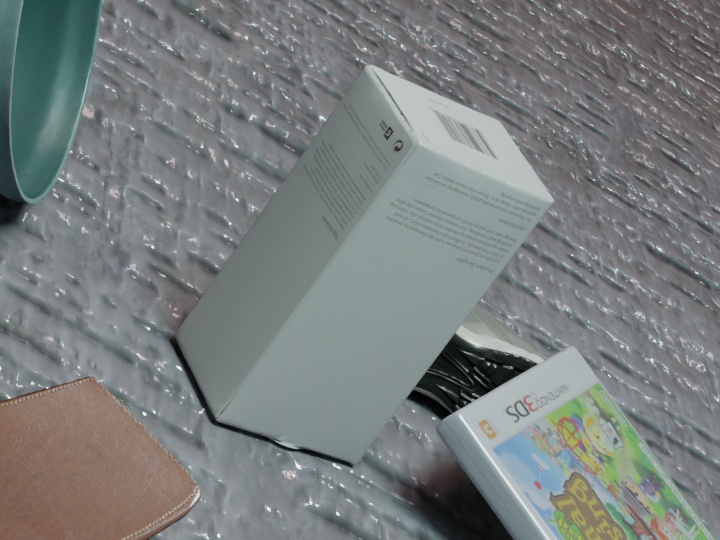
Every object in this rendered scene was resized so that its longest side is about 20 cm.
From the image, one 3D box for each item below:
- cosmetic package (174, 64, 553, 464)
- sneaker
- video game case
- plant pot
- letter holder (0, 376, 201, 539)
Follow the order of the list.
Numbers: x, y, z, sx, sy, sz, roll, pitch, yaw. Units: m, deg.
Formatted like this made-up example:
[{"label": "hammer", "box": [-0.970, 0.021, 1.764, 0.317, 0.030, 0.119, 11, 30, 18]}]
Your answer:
[{"label": "cosmetic package", "box": [0.000, 0.000, 1.595, 0.108, 0.200, 0.085, 22, 25, -38]}, {"label": "sneaker", "box": [0.040, 0.040, 1.776, 0.200, 0.074, 0.079, 37, 10, -14]}, {"label": "video game case", "box": [0.143, 0.146, 1.662, 0.200, 0.022, 0.182, 54, 27, 6]}, {"label": "plant pot", "box": [-0.232, -0.146, 1.613, 0.134, 0.201, 0.200, 9, 19, 6]}, {"label": "letter holder", "box": [-0.140, 0.140, 1.207, 0.142, 0.101, 0.200, 42, 21, 14]}]
